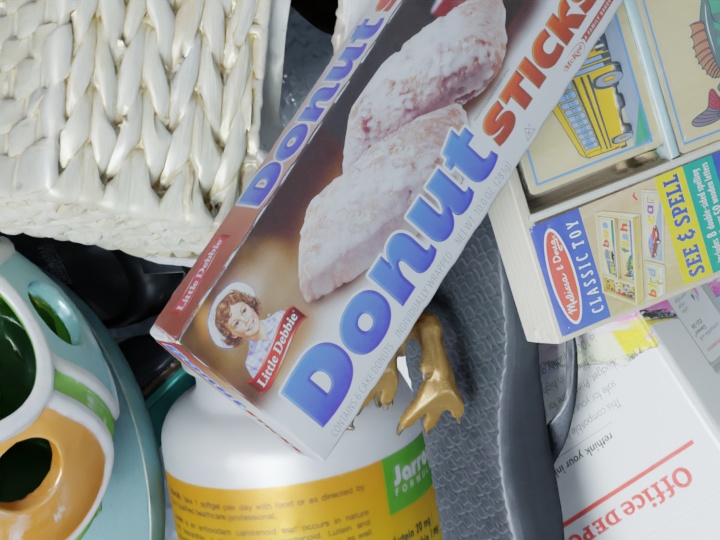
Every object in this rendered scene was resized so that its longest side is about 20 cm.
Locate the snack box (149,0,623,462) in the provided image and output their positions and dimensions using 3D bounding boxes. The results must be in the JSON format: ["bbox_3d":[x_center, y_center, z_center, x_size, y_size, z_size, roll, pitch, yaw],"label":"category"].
[{"bbox_3d":[0.013,-0.039,0.947,0.072,0.200,0.024,41,165,-28],"label":"snack box"}]

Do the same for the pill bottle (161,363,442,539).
[{"bbox_3d":[-0.022,0.100,1.184,0.111,0.111,0.201,3,109,36],"label":"pill bottle"}]

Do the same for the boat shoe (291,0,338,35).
[{"bbox_3d":[0.017,-0.125,1.098,0.200,0.065,0.072,45,145,37],"label":"boat shoe"}]

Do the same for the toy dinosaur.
[{"bbox_3d":[0.000,0.000,1.032,0.106,0.060,0.200,63,144,34],"label":"toy dinosaur"}]

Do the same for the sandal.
[{"bbox_3d":[0.054,0.050,1.064,0.076,0.043,0.201,16,116,56],"label":"sandal"}]

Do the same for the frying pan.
[{"bbox_3d":[-0.095,-0.001,1.242,0.190,0.031,0.115,19,142,11],"label":"frying pan"}]

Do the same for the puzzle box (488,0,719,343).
[{"bbox_3d":[0.091,-0.089,1.012,0.025,0.133,0.201,3,113,65],"label":"puzzle box"}]

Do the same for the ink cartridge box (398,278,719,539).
[{"bbox_3d":[0.095,0.046,1.104,0.116,0.067,0.200,-37,83,40],"label":"ink cartridge box"}]

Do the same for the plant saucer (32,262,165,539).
[{"bbox_3d":[-0.146,0.088,1.240,0.200,0.027,0.201,14,109,45],"label":"plant saucer"}]

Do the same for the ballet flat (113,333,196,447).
[{"bbox_3d":[-0.128,0.079,1.285,0.073,0.073,0.200,44,130,15],"label":"ballet flat"}]

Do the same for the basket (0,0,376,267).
[{"bbox_3d":[-0.077,-0.072,1.034,0.200,0.123,0.136,178,98,-70],"label":"basket"}]

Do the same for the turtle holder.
[{"bbox_3d":[-0.168,0.034,1.122,0.132,0.140,0.186,118,144,-67],"label":"turtle holder"}]
